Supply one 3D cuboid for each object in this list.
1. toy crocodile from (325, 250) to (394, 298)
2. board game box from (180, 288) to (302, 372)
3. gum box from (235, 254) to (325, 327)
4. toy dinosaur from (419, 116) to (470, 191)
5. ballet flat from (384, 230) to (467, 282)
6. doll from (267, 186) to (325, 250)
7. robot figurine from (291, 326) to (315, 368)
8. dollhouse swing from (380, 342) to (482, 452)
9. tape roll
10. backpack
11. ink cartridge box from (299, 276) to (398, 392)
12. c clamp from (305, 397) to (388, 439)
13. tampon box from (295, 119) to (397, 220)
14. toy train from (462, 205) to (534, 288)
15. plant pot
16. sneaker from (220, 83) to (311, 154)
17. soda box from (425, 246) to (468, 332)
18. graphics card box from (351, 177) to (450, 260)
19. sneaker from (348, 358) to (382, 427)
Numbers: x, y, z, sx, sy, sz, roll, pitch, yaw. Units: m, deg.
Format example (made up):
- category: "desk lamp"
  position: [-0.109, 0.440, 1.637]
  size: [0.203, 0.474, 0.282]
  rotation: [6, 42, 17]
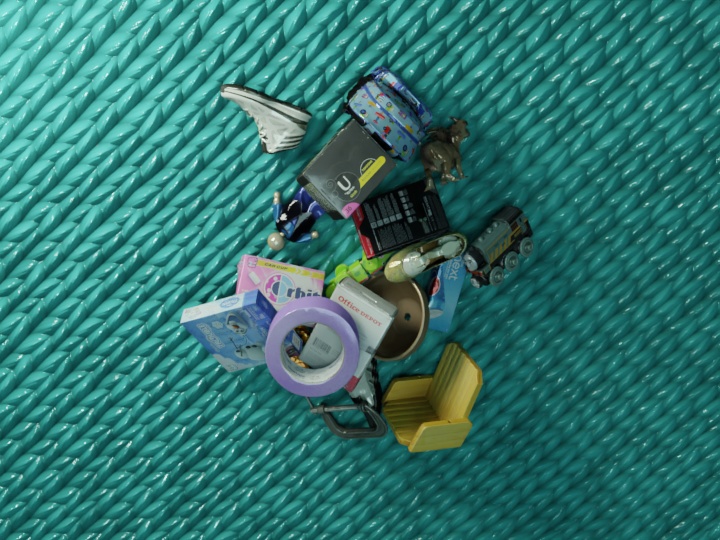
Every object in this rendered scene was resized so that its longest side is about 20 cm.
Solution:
- category: "toy crocodile"
  position: [0.000, 0.000, 1.713]
  size: [0.198, 0.068, 0.062]
  rotation: [-35, 109, 9]
- category: "board game box"
  position: [-0.260, 0.137, 1.663]
  size: [0.195, 0.044, 0.201]
  rotation: [-15, 135, 22]
- category: "gum box"
  position: [-0.186, 0.046, 1.682]
  size: [0.196, 0.066, 0.116]
  rotation: [12, 69, -9]
- category: "toy dinosaur"
  position: [0.166, -0.250, 1.598]
  size: [0.085, 0.199, 0.138]
  rotation: [-15, 96, 33]
- category: "ballet flat"
  position: [0.145, -0.031, 1.636]
  size: [0.197, 0.071, 0.072]
  rotation: [-24, 110, -10]
- category: "doll"
  position: [-0.137, -0.128, 1.666]
  size: [0.136, 0.049, 0.201]
  rotation: [39, 99, -9]
- category: "robot figurine"
  position: [-0.132, 0.181, 1.764]
  size: [0.143, 0.058, 0.202]
  rotation: [-29, 107, 7]
- category: "dollhouse swing"
  position: [0.161, 0.279, 1.735]
  size: [0.178, 0.200, 0.179]
  rotation: [-2, 116, -18]
- category: "tape roll"
  position: [-0.100, 0.160, 1.580]
  size: [0.195, 0.066, 0.204]
  rotation: [0, 109, -1]
- category: "backpack"
  position: [0.061, -0.315, 1.540]
  size: [0.182, 0.200, 0.135]
  rotation: [42, 101, -16]
- category: "ink cartridge box"
  position: [-0.025, 0.138, 1.661]
  size: [0.144, 0.085, 0.202]
  rotation: [31, 108, 6]
- category: "c clamp"
  position: [-0.035, 0.348, 1.807]
  size: [0.196, 0.027, 0.173]
  rotation: [-5, 123, 30]
- category: "tampon box"
  position: [-0.035, -0.199, 1.532]
  size: [0.126, 0.200, 0.150]
  rotation: [44, 86, -10]
- category: "toy train"
  position: [0.308, -0.052, 1.688]
  size: [0.199, 0.085, 0.115]
  rotation: [-41, 119, -19]
- category: "plant pot"
  position: [0.085, 0.104, 1.721]
  size: [0.092, 0.200, 0.203]
  rotation: [7, 116, -53]
- category: "sneaker"
  position: [-0.210, -0.311, 1.583]
  size: [0.197, 0.076, 0.117]
  rotation: [19, 105, -14]
- category: "soda box"
  position: [0.194, 0.035, 1.744]
  size: [0.066, 0.064, 0.204]
  rotation: [12, 107, -9]
- category: "graphics card box"
  position: [0.086, -0.114, 1.656]
  size: [0.196, 0.051, 0.128]
  rotation: [-20, 83, -4]
- category: "sneaker"
  position: [0.003, 0.288, 1.817]
  size: [0.087, 0.074, 0.204]
  rotation: [-2, 111, 15]
